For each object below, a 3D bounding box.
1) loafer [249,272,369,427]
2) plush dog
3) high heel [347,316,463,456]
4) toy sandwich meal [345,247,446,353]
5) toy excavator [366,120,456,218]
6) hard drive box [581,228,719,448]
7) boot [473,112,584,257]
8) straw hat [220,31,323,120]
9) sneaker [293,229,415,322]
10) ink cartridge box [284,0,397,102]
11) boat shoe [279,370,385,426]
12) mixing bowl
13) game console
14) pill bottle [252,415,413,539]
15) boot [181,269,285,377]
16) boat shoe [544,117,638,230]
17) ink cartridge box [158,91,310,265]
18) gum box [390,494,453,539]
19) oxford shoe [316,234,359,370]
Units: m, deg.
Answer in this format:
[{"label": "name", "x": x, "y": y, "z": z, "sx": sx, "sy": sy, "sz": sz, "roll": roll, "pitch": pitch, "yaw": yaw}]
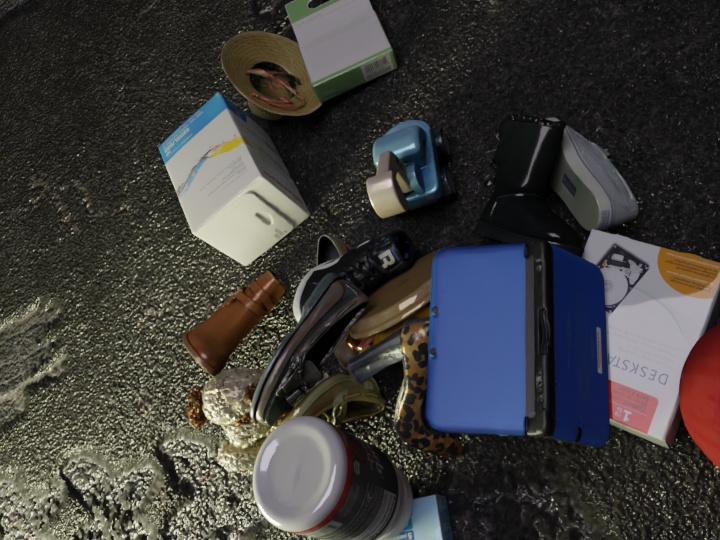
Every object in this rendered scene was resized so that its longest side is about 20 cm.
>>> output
[{"label": "loafer", "x": -0.059, "y": 0.099, "z": 0.804, "sx": 0.062, "sy": 0.072, "sz": 0.202, "roll": 25, "pitch": 78, "yaw": 20}, {"label": "plush dog", "x": -0.138, "y": 0.181, "z": 0.917, "sx": 0.197, "sy": 0.171, "sz": 0.163, "roll": -14, "pitch": 65, "yaw": 24}, {"label": "high heel", "x": 0.096, "y": 0.143, "z": 0.794, "sx": 0.142, "sy": 0.200, "sz": 0.072, "roll": -33, "pitch": 22, "yaw": 31}, {"label": "toy sandwich meal", "x": 0.066, "y": 0.049, "z": 0.866, "sx": 0.204, "sy": 0.205, "sz": 0.071, "roll": -33, "pitch": 99, "yaw": 14}, {"label": "toy excavator", "x": 0.055, "y": -0.137, "z": 0.916, "sx": 0.098, "sy": 0.200, "sz": 0.198, "roll": -16, "pitch": 64, "yaw": 22}, {"label": "hard drive box", "x": 0.309, "y": 0.075, "z": 0.773, "sx": 0.154, "sy": 0.077, "sz": 0.203, "roll": 18, "pitch": 81, "yaw": 33}, {"label": "boot", "x": 0.220, "y": -0.108, "z": 0.843, "sx": 0.198, "sy": 0.072, "sz": 0.165, "roll": 29, "pitch": 105, "yaw": 64}, {"label": "straw hat", "x": -0.155, "y": -0.309, "z": 1.157, "sx": 0.085, "sy": 0.198, "sz": 0.203, "roll": -59, "pitch": 44, "yaw": 49}, {"label": "sneaker", "x": 0.000, "y": 0.000, "z": 0.897, "sx": 0.111, "sy": 0.200, "sz": 0.074, "roll": -26, "pitch": 102, "yaw": 46}, {"label": "ink cartridge box", "x": -0.036, "y": -0.397, "z": 1.140, "sx": 0.143, "sy": 0.048, "sz": 0.202, "roll": -23, "pitch": 61, "yaw": 6}, {"label": "boat shoe", "x": -0.027, "y": 0.172, "z": 0.843, "sx": 0.073, "sy": 0.200, "sz": 0.063, "roll": -44, "pitch": 76, "yaw": 18}, {"label": "mixing bowl", "x": 0.392, "y": 0.123, "z": 0.664, "sx": 0.108, "sy": 0.198, "sz": 0.203, "roll": 9, "pitch": 73, "yaw": 65}, {"label": "game console", "x": 0.172, "y": 0.080, "z": 0.728, "sx": 0.117, "sy": 0.169, "sz": 0.204, "roll": -17, "pitch": 62, "yaw": 49}, {"label": "pill bottle", "x": -0.023, "y": 0.246, "z": 0.764, "sx": 0.114, "sy": 0.200, "sz": 0.118, "roll": -14, "pitch": 58, "yaw": 24}, {"label": "boot", "x": -0.177, "y": 0.067, "z": 0.988, "sx": 0.154, "sy": 0.074, "sz": 0.200, "roll": -40, "pitch": 15, "yaw": 2}, {"label": "boat shoe", "x": 0.290, "y": -0.126, "z": 0.866, "sx": 0.070, "sy": 0.071, "sz": 0.203, "roll": -5, "pitch": 46, "yaw": -10}, {"label": "ink cartridge box", "x": -0.205, "y": -0.144, "z": 1.091, "sx": 0.144, "sy": 0.147, "sz": 0.202, "roll": -37, "pitch": 58, "yaw": 11}, {"label": "gum box", "x": 0.039, "y": 0.393, "z": 0.818, "sx": 0.168, "sy": 0.044, "sz": 0.203, "roll": -19, "pitch": 62, "yaw": 21}, {"label": "oxford shoe", "x": -0.036, "y": 0.044, "z": 0.971, "sx": 0.070, "sy": 0.075, "sz": 0.203, "roll": -22, "pitch": 63, "yaw": 19}]
